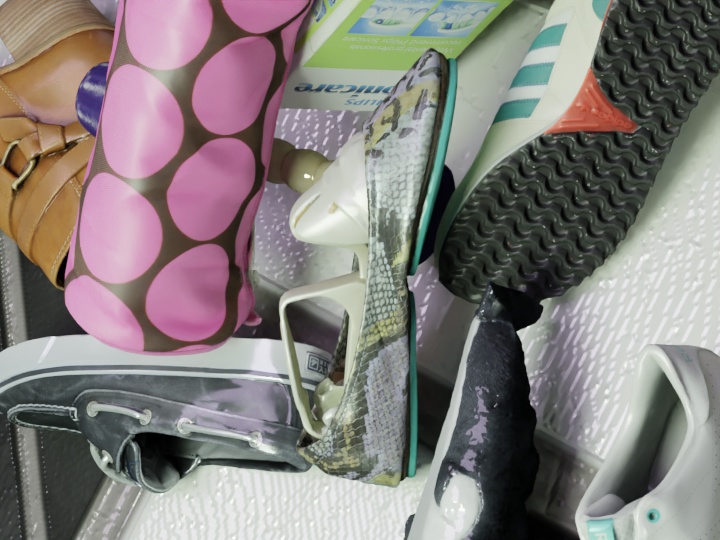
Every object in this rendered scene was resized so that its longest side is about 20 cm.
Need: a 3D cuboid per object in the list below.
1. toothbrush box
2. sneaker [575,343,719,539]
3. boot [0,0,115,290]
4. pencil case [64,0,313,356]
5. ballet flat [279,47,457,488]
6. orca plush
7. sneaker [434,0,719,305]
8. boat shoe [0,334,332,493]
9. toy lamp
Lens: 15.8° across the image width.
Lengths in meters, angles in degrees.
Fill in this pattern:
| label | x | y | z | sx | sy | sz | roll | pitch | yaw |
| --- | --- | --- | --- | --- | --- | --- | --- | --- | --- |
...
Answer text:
| label | x | y | z | sx | sy | sz | roll | pitch | yaw |
| --- | --- | --- | --- | --- | --- | --- | --- | --- | --- |
| toothbrush box | 0.016 | -0.182 | 1.171 | 0.200 | 0.086 | 0.146 | -43 | 55 | 52 |
| sneaker | 0.114 | 0.126 | 1.027 | 0.075 | 0.088 | 0.200 | -4 | 70 | 36 |
| boot | -0.181 | -0.040 | 1.350 | 0.200 | 0.077 | 0.155 | -41 | 56 | 10 |
| pencil case | -0.071 | -0.064 | 1.157 | 0.091 | 0.094 | 0.200 | -109 | 30 | -61 |
| ballet flat | 0.000 | 0.000 | 1.129 | 0.072 | 0.072 | 0.201 | 23 | 115 | 42 |
| orca plush | 0.060 | 0.110 | 1.111 | 0.105 | 0.071 | 0.200 | 120 | 164 | -73 |
| sneaker | 0.100 | -0.074 | 1.144 | 0.200 | 0.070 | 0.093 | -58 | 13 | 23 |
| boat shoe | -0.102 | 0.072 | 1.238 | 0.200 | 0.072 | 0.068 | -1 | 70 | 31 |
| toy lamp | -0.050 | -0.055 | 1.231 | 0.200 | 0.058 | 0.058 | 23 | 88 | 30 |
